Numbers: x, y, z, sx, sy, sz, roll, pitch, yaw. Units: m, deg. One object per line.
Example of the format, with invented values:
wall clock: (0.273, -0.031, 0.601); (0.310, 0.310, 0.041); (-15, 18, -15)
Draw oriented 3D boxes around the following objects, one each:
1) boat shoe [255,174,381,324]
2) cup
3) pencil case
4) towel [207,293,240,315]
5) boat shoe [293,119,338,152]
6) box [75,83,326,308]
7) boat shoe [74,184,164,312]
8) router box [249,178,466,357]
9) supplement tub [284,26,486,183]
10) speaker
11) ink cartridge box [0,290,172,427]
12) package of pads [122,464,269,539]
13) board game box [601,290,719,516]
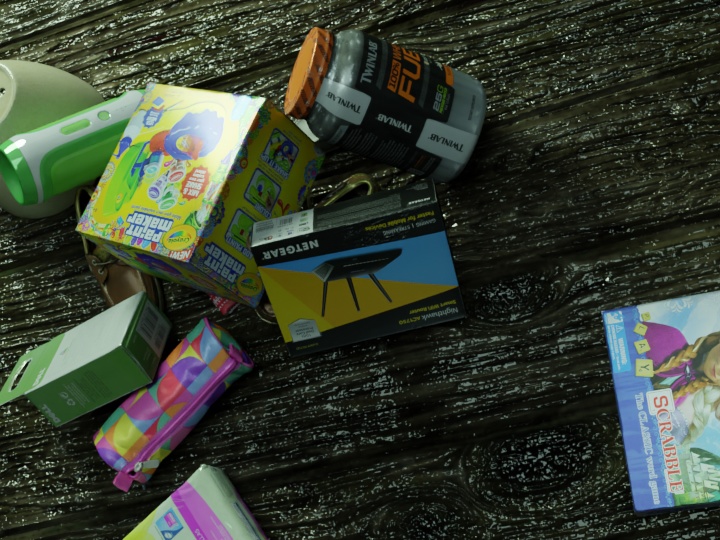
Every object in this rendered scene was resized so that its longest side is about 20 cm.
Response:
boat shoe: (-0.054, -0.028, 1.173); (0.072, 0.068, 0.201); (37, 88, 2)
cup: (-0.438, -0.187, 1.336); (0.197, 0.143, 0.204); (-6, 70, 17)
pencil case: (-0.210, 0.150, 1.179); (0.088, 0.088, 0.200); (41, 89, 26)
towel: (-0.165, -0.064, 1.267); (0.144, 0.022, 0.201); (-42, 65, 4)
boat shoe: (-0.006, -0.198, 1.234); (0.198, 0.057, 0.068); (-23, 67, 11)
box: (-0.176, -0.086, 1.167); (0.198, 0.122, 0.195); (13, 74, 39)
boat shoe: (-0.301, -0.013, 1.272); (0.071, 0.068, 0.202); (-32, 65, 6)
router box: (0.000, 0.000, 1.105); (0.197, 0.151, 0.051); (-14, 33, 7)
supplement tub: (0.025, -0.180, 1.133); (0.197, 0.122, 0.124); (18, 76, -17)
speaker: (-0.332, -0.151, 1.273); (0.198, 0.089, 0.089); (-28, 61, -28)
ink cartridge box: (-0.318, 0.111, 1.209); (0.198, 0.060, 0.104); (-26, 28, 20)
package of pads: (-0.187, 0.333, 1.119); (0.200, 0.068, 0.155); (-42, 63, 3)
board game box: (0.347, 0.122, 1.013); (0.196, 0.041, 0.203); (-12, 69, 15)
